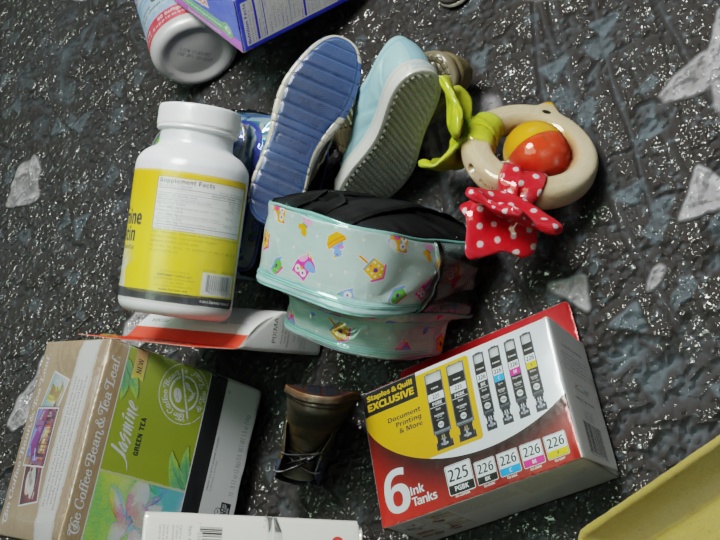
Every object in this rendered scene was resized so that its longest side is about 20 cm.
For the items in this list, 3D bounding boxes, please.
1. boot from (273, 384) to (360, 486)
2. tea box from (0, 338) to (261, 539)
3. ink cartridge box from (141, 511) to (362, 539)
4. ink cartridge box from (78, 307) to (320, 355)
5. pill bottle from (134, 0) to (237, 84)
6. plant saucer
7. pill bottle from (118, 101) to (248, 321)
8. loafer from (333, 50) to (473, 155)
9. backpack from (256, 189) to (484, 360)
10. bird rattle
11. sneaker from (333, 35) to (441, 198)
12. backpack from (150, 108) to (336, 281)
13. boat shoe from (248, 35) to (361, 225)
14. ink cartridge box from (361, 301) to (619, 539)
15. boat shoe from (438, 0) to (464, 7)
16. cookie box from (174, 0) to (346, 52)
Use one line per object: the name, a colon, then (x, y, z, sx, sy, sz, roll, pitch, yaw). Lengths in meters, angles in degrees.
boot: (-0.042, 0.159, 1.103, 0.074, 0.200, 0.098, 7, 82, -2)
tea box: (-0.230, 0.192, 1.182, 0.133, 0.196, 0.202, -7, 67, 47)
ink cartridge box: (-0.103, 0.302, 1.063, 0.198, 0.083, 0.148, 5, 68, -7)
ink cartridge box: (-0.158, 0.056, 1.197, 0.162, 0.199, 0.058, 2, 81, 35)
pill bottle: (-0.229, -0.339, 1.472, 0.108, 0.109, 0.201, -35, 54, 19)
plant saucer: (0.274, 0.247, 0.876, 0.200, 0.048, 0.201, -47, 49, 38)
pill bottle: (-0.168, -0.056, 1.132, 0.111, 0.112, 0.202, 6, 87, 37)
loafer: (0.043, -0.173, 1.236, 0.199, 0.067, 0.077, -17, 86, 46)
backpack: (0.000, 0.000, 1.107, 0.175, 0.199, 0.154, 20, 94, 38)
bird rattle: (0.146, -0.104, 1.088, 0.162, 0.113, 0.200, -16, 42, -18)
sneaker: (0.021, -0.147, 1.181, 0.201, 0.073, 0.082, -59, 37, 38)
backpack: (-0.155, -0.090, 1.281, 0.199, 0.146, 0.185, 10, 87, 42)
boat shoe: (-0.061, -0.140, 1.173, 0.072, 0.072, 0.201, 27, 89, -4)
ink cartridge box: (0.107, 0.127, 1.052, 0.199, 0.084, 0.177, -26, 57, 25)
boat shoe: (0.118, -0.389, 1.278, 0.067, 0.057, 0.201, 17, 81, 39)
cookie box: (-0.103, -0.353, 1.351, 0.199, 0.076, 0.171, -31, 48, -20)
